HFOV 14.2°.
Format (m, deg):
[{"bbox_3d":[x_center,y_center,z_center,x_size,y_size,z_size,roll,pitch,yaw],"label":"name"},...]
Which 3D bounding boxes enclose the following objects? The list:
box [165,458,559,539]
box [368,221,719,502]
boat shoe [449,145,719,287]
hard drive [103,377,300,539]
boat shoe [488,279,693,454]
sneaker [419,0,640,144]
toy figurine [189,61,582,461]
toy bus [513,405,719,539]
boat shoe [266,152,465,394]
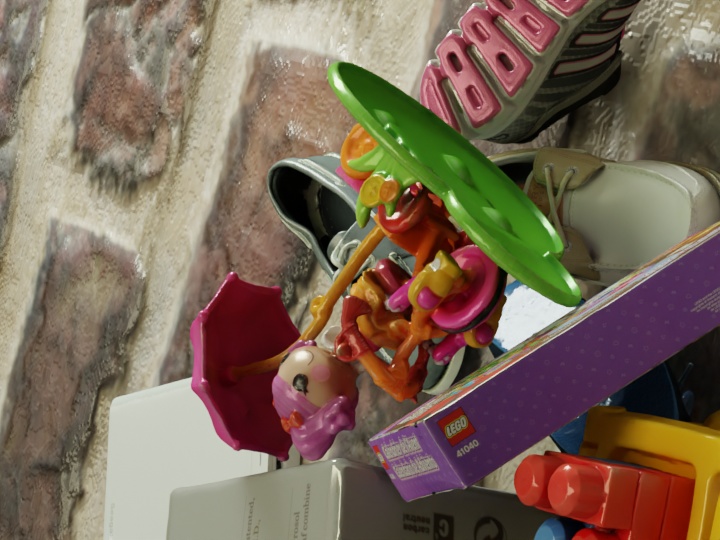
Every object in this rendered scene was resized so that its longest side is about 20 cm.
[{"bbox_3d":[0.017,0.213,1.483,0.171,0.199,0.200,-17,66,54],"label":"box"},{"bbox_3d":[0.106,0.038,1.354,0.039,0.200,0.137,58,167,1],"label":"box"},{"bbox_3d":[0.113,-0.027,1.521,0.200,0.068,0.075,1,82,56],"label":"boat shoe"},{"bbox_3d":[-0.103,0.133,1.846,0.200,0.026,0.132,-16,68,53],"label":"hard drive"},{"bbox_3d":[0.129,0.062,1.477,0.084,0.069,0.200,-35,31,5],"label":"boat shoe"},{"bbox_3d":[0.117,-0.143,1.546,0.074,0.087,0.200,44,98,26],"label":"sneaker"},{"bbox_3d":[-0.002,0.025,1.440,0.184,0.150,0.200,-51,38,12],"label":"toy figurine"},{"bbox_3d":[0.171,0.121,1.283,0.200,0.192,0.136,11,89,56],"label":"toy bus"},{"bbox_3d":[0.000,0.000,1.692,0.073,0.062,0.200,-60,38,28],"label":"boat shoe"}]
